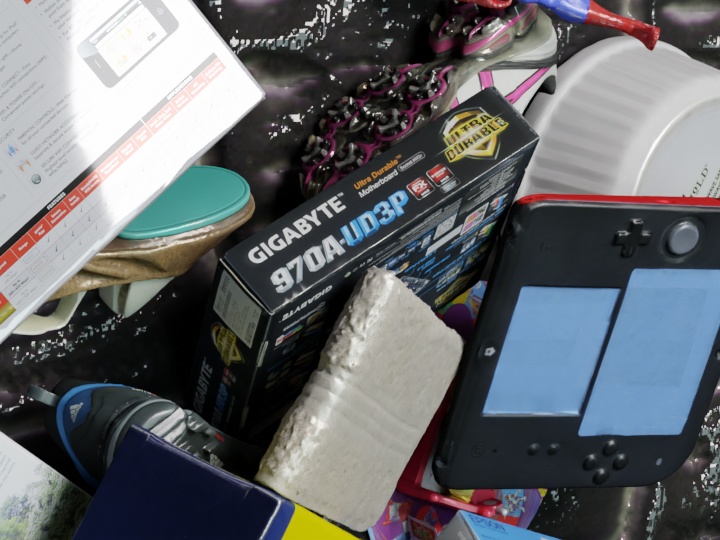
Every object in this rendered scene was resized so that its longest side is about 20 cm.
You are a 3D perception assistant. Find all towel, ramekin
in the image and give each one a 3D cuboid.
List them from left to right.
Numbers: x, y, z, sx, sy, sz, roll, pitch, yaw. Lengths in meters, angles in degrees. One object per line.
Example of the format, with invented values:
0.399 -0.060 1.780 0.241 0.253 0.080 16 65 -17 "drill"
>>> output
0.002 0.074 1.372 0.133 0.034 0.200 -63 163 -5 "towel"
0.190 -0.040 1.562 0.201 0.094 0.204 -12 109 -38 "ramekin"

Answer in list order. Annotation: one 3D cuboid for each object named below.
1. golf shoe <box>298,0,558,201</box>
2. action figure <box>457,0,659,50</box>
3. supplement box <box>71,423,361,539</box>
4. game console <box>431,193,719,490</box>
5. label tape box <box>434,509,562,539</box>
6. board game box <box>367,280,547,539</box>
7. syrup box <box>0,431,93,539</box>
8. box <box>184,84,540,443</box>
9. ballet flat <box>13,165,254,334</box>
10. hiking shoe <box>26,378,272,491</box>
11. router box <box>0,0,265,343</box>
0.048 -0.085 1.447 0.200 0.072 0.092 -43 126 -25 "golf shoe"
0.079 -0.180 1.411 0.199 0.052 0.066 15 96 -2 "action figure"
-0.052 0.173 1.289 0.200 0.108 0.110 37 78 -54 "supplement box"
0.143 0.045 1.477 0.176 0.031 0.201 -1 121 -29 "game console"
0.061 0.249 1.532 0.143 0.066 0.200 19 119 -41 "label tape box"
0.067 0.107 1.529 0.158 0.039 0.201 -33 121 -30 "board game box"
-0.188 0.137 1.296 0.200 0.081 0.079 41 72 -38 "syrup box"
0.000 0.000 1.381 0.199 0.046 0.159 -34 161 -27 "box"
-0.147 -0.004 1.315 0.199 0.068 0.073 -16 131 -36 "ballet flat"
-0.099 0.109 1.367 0.075 0.086 0.200 -56 146 -13 "hiking shoe"
-0.174 -0.091 1.232 0.200 0.049 0.180 -44 103 -23 "router box"
